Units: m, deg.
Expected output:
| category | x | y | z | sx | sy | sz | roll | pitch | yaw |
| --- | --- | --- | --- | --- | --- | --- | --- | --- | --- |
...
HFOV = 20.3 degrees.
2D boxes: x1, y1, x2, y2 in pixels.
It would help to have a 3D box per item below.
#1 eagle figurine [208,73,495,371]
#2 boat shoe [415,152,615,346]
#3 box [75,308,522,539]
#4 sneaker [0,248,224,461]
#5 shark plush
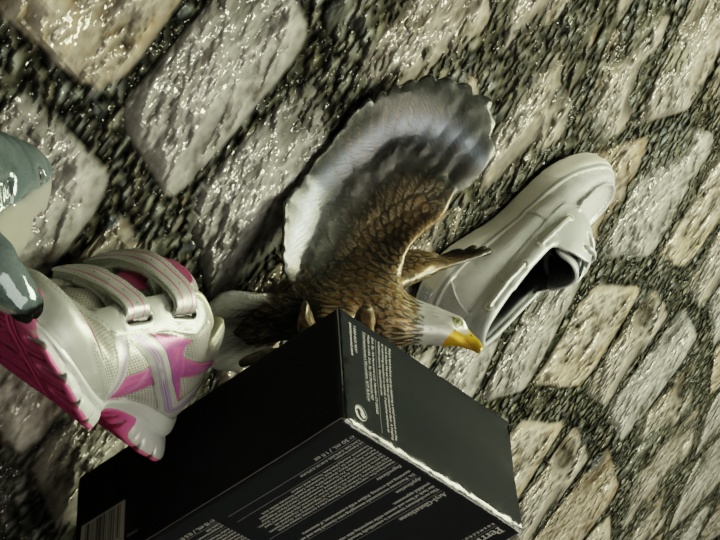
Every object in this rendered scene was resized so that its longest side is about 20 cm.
| category | x | y | z | sx | sy | sz | roll | pitch | yaw |
| --- | --- | --- | --- | --- | --- | --- | --- | --- | --- |
| eagle figurine | 0.006 | 0.004 | 1.147 | 0.151 | 0.151 | 0.201 | -25 | -146 | 37 |
| boat shoe | 0.122 | -0.013 | 1.366 | 0.200 | 0.068 | 0.072 | -32 | 147 | -41 |
| box | -0.035 | 0.124 | 1.071 | 0.200 | 0.079 | 0.141 | -33 | 129 | 28 |
| sneaker | -0.123 | 0.025 | 0.965 | 0.088 | 0.081 | 0.200 | -55 | 164 | -5 |
| shark plush | -0.192 | -0.056 | 0.793 | 0.200 | 0.090 | 0.084 | 42 | 63 | -45 |
